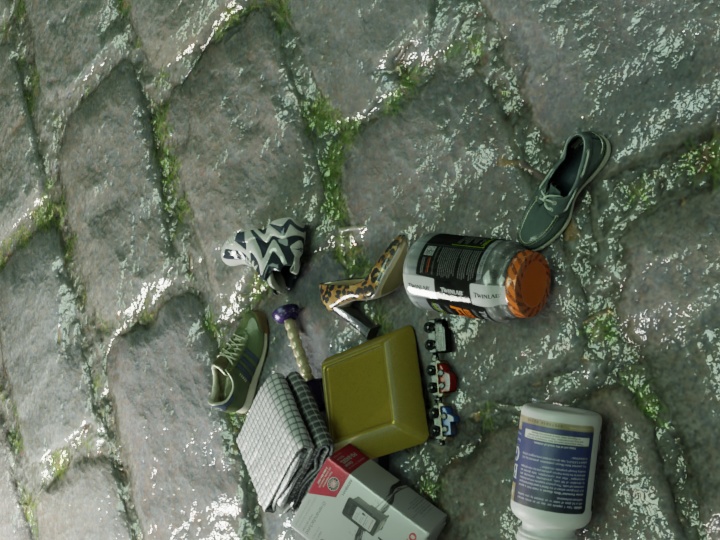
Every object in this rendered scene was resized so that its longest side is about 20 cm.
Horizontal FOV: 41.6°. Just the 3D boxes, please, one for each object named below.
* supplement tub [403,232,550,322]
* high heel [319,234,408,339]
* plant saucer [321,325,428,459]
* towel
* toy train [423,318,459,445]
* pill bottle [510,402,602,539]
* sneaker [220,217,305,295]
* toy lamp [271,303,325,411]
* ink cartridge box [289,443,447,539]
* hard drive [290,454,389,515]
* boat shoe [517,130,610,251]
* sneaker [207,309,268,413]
[{"bbox_3d":[0.173,0.010,1.413,0.200,0.122,0.123,8,90,43],"label":"supplement tub"},{"bbox_3d":[0.000,0.000,1.598,0.143,0.071,0.200,39,119,31],"label":"high heel"},{"bbox_3d":[0.008,0.205,1.559,0.200,0.048,0.200,-25,59,34],"label":"plant saucer"},{"bbox_3d":[-0.124,0.294,1.603,0.166,0.085,0.200,60,138,38],"label":"towel"},{"bbox_3d":[0.130,0.174,1.492,0.046,0.034,0.200,-9,78,28],"label":"toy train"},{"bbox_3d":[0.266,0.289,1.302,0.111,0.111,0.200,5,88,42],"label":"pill bottle"},{"bbox_3d":[-0.182,-0.009,1.758,0.199,0.079,0.130,-16,65,29],"label":"sneaker"},{"bbox_3d":[-0.105,0.157,1.685,0.058,0.058,0.200,-39,61,31],"label":"toy lamp"},{"bbox_3d":[0.013,0.395,1.488,0.200,0.083,0.145,34,107,18],"label":"ink cartridge box"},{"bbox_3d":[-0.038,0.361,1.614,0.200,0.033,0.140,-2,83,41],"label":"hard drive"},{"bbox_3d":[0.282,-0.116,1.373,0.073,0.062,0.200,48,115,35],"label":"boat shoe"},{"bbox_3d":[-0.235,0.171,1.775,0.067,0.090,0.200,13,93,43],"label":"sneaker"}]
